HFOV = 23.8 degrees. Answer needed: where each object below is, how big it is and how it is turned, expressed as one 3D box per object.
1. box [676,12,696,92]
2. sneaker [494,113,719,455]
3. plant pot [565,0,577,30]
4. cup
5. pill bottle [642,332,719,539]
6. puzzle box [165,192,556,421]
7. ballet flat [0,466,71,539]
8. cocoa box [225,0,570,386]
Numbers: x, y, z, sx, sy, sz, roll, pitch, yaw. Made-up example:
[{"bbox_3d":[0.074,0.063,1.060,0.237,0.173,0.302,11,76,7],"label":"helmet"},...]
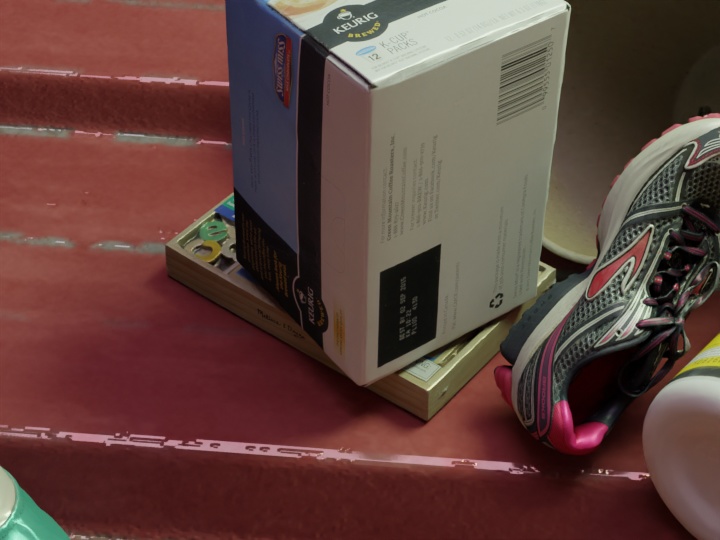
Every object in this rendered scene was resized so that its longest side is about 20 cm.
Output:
[{"bbox_3d":[0.264,-0.194,1.169,0.048,0.118,0.200,29,48,31],"label":"box"},{"bbox_3d":[0.155,0.011,0.898,0.080,0.201,0.075,28,12,-25],"label":"sneaker"},{"bbox_3d":[0.048,-0.172,1.114,0.200,0.188,0.186,-41,55,-21],"label":"plant pot"},{"bbox_3d":[0.193,-0.101,1.031,0.142,0.201,0.200,3,32,-43],"label":"cup"},{"bbox_3d":[0.244,0.057,0.891,0.112,0.113,0.200,31,50,29],"label":"pill bottle"},{"bbox_3d":[0.000,0.000,1.016,0.199,0.026,0.133,27,47,27],"label":"puzzle box"},{"bbox_3d":[-0.225,0.103,0.862,0.199,0.071,0.067,27,47,26],"label":"ballet flat"},{"bbox_3d":[0.015,-0.069,0.923,0.133,0.201,0.131,-25,47,-27],"label":"cocoa box"}]
